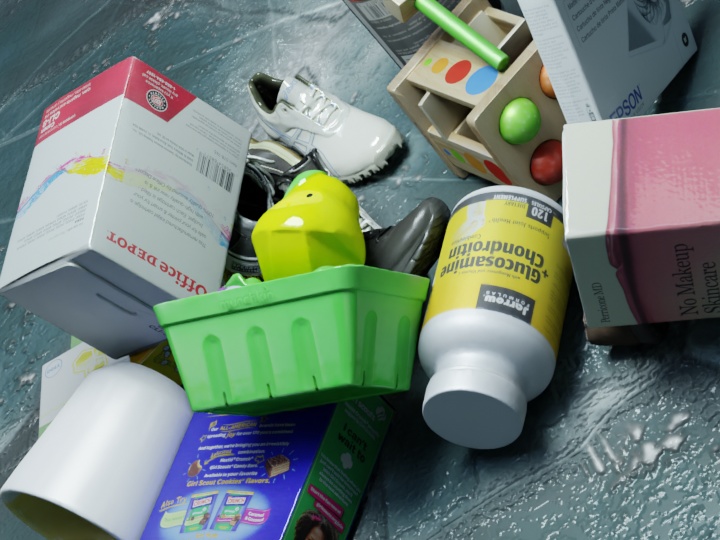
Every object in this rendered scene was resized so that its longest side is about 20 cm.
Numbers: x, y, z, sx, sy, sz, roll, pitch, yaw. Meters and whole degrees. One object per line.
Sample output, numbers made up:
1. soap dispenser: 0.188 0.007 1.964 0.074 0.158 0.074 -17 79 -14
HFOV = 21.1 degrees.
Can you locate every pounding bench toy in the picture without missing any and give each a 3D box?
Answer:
1. pounding bench toy: 0.116 -0.171 1.696 0.124 0.200 0.156 -48 36 -9

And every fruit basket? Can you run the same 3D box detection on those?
1. fruit basket: -0.051 0.009 1.574 0.214 0.155 0.218 -4 82 32

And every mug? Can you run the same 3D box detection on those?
1. mug: -0.228 0.165 1.711 0.186 0.149 0.154 2 57 46

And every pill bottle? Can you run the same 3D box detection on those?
1. pill bottle: 0.108 0.039 1.562 0.111 0.112 0.201 -14 44 33
2. pill bottle: 0.065 -0.244 1.815 0.115 0.200 0.116 -26 39 23

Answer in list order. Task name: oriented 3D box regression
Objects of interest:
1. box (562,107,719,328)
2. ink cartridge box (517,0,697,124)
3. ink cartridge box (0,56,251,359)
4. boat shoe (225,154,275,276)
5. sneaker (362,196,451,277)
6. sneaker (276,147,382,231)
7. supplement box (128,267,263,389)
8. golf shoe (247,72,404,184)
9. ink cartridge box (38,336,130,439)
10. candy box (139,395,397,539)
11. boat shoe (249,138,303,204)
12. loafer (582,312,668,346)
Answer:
1. box: 0.256 -0.041 1.436 0.198 0.128 0.110 -6 55 13
2. ink cartridge box: 0.203 -0.229 1.627 0.040 0.201 0.200 -10 26 38
3. ink cartridge box: -0.207 -0.051 1.706 0.144 0.145 0.201 -22 47 41
4. boat shoe: -0.114 -0.078 1.801 0.073 0.069 0.200 5 33 -10
5. sneaker: 0.000 0.000 1.664 0.200 0.091 0.076 -48 -8 30
6. sneaker: -0.023 -0.039 1.761 0.076 0.116 0.200 -42 36 -4
7. supplement box: -0.153 0.022 1.812 0.110 0.109 0.201 -46 34 17
8. golf shoe: -0.044 -0.146 1.909 0.199 0.097 0.079 16 63 48
9. ink cartridge box: -0.247 0.076 1.916 0.145 0.048 0.201 -29 40 19
10. candy box: -0.082 0.183 1.624 0.168 0.077 0.201 -7 49 40
11. boat shoe: -0.100 -0.091 1.933 0.066 0.072 0.200 -55 32 -9
12. loafer: 0.201 -0.021 1.569 0.071 0.073 0.201 -21 41 25
